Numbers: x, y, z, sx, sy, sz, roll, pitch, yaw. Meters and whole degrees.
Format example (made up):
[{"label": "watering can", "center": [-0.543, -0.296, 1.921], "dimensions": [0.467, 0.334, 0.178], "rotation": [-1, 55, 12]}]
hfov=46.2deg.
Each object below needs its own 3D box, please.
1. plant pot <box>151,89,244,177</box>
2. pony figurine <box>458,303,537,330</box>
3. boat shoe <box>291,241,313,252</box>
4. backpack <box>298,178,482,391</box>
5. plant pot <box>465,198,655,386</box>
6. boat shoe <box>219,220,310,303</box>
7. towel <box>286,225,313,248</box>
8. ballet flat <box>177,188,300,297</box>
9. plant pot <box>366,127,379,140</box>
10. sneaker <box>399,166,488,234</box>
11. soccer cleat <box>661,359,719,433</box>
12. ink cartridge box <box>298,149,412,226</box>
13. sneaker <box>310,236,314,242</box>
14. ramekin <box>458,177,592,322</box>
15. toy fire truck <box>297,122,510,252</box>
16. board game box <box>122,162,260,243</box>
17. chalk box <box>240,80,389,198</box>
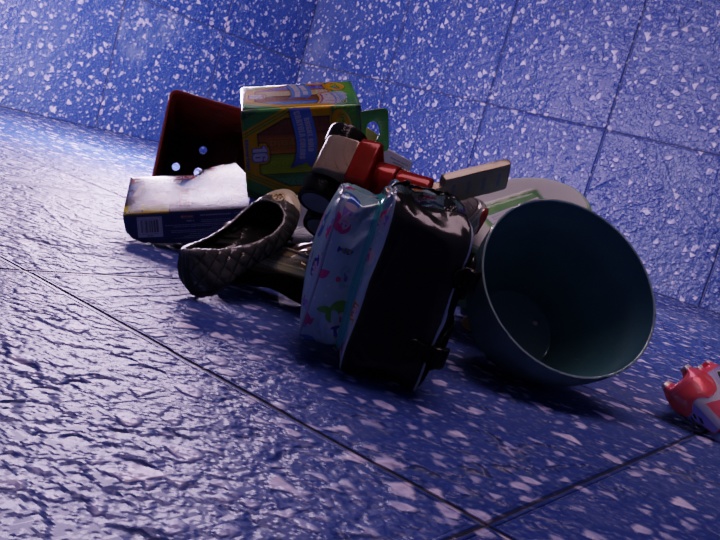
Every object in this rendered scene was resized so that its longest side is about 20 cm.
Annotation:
[{"label": "plant pot", "center": [-0.263, -0.176, 1.462], "dimensions": [0.200, 0.200, 0.176], "rotation": [13, -3, -21]}, {"label": "pony figurine", "center": [0.205, 0.024, 1.189], "dimensions": [0.193, 0.167, 0.200], "rotation": [12, 20, 30]}, {"label": "boat shoe", "center": [0.000, 0.000, 1.131], "dimensions": [0.200, 0.071, 0.070], "rotation": [15, 12, -4]}, {"label": "backpack", "center": [0.026, 0.000, 0.792], "dimensions": [0.150, 0.178, 0.200], "rotation": [19, 14, 2]}, {"label": "plant pot", "center": [0.196, 0.042, 0.921], "dimensions": [0.200, 0.201, 0.135], "rotation": [14, -28, -12]}, {"label": "boat shoe", "center": [-0.082, -0.008, 0.971], "dimensions": [0.200, 0.063, 0.073], "rotation": [14, -27, 20]}, {"label": "towel", "center": [-0.151, -0.058, 1.258], "dimensions": [0.192, 0.035, 0.200], "rotation": [14, 12, 22]}, {"label": "ballet flat", "center": [-0.124, -0.041, 0.917], "dimensions": [0.066, 0.057, 0.200], "rotation": [14, 38, 23]}, {"label": "plant pot", "center": [-0.037, -0.167, 1.568], "dimensions": [0.200, 0.190, 0.200], "rotation": [13, -15, 3]}, {"label": "sneaker", "center": [0.061, -0.079, 1.037], "dimensions": [0.200, 0.078, 0.082], "rotation": [10, -32, 30]}, {"label": "soccer cleat", "center": [0.402, 0.150, 0.982], "dimensions": [0.077, 0.067, 0.200], "rotation": [55, 19, 24]}, {"label": "ink cartridge box", "center": [-0.023, -0.109, 1.374], "dimensions": [0.145, 0.200, 0.087], "rotation": [21, 2, 37]}, {"label": "sneaker", "center": [0.000, -0.017, 1.250], "dimensions": [0.085, 0.077, 0.200], "rotation": [27, 13, 36]}, {"label": "ramekin", "center": [0.205, -0.034, 1.075], "dimensions": [0.199, 0.098, 0.200], "rotation": [-8, 36, 6]}, {"label": "toy fire truck", "center": [0.051, -0.072, 0.942], "dimensions": [0.200, 0.129, 0.176], "rotation": [16, -29, 13]}, {"label": "board game box", "center": [-0.220, -0.092, 1.181], "dimensions": [0.199, 0.062, 0.200], "rotation": [-3, 24, -9]}, {"label": "chalk box", "center": [-0.058, -0.181, 1.147], "dimensions": [0.199, 0.125, 0.124], "rotation": [-5, 27, -4]}]
